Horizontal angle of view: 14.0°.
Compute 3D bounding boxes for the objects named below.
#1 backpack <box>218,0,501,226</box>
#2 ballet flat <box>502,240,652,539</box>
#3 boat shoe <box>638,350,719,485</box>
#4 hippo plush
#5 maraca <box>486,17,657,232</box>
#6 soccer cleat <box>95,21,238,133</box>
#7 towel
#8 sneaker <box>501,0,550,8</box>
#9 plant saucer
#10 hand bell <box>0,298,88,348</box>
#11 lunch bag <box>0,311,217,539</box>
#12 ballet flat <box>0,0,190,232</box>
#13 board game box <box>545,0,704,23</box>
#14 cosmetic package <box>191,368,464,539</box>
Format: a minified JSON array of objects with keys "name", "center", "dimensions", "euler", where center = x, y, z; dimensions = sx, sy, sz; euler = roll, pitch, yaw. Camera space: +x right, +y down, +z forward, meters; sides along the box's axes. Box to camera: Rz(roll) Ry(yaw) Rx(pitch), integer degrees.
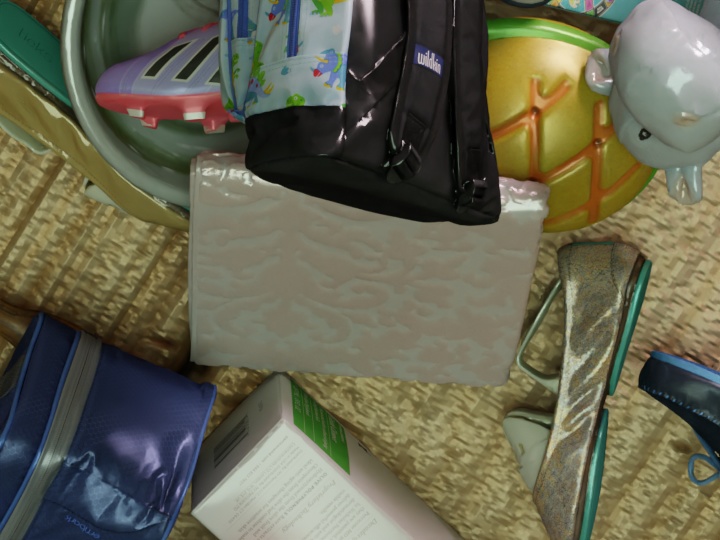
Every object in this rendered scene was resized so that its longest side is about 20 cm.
[{"name":"backpack","center":[-0.001,-0.135,1.494],"dimensions":[0.153,0.163,0.201],"euler":[5,84,38]},{"name":"ballet flat","center":[0.123,0.076,1.754],"dimensions":[0.067,0.068,0.201],"euler":[13,99,9]},{"name":"boat shoe","center":[0.249,0.117,1.751],"dimensions":[0.199,0.084,0.069],"euler":[30,92,-7]},{"name":"hippo plush","center":[0.197,-0.138,1.600],"dimensions":[0.160,0.200,0.160],"euler":[-28,78,1]},{"name":"maraca","center":[0.080,-0.092,1.669],"dimensions":[0.199,0.107,0.137],"euler":[25,123,-16]},{"name":"soccer cleat","center":[-0.047,-0.120,1.609],"dimensions":[0.199,0.067,0.077],"euler":[-4,84,8]},{"name":"towel","center":[0.000,0.000,1.686],"dimensions":[0.199,0.032,0.191],"euler":[4,146,-2]},{"name":"sneaker","center":[0.065,-0.237,1.611],"dimensions":[0.070,0.109,0.201],"euler":[-20,75,7]},{"name":"plant saucer","center":[-0.079,-0.136,1.672],"dimensions":[0.199,0.050,0.201],"euler":[-5,105,-20]},{"name":"hand bell","center":[-0.227,0.019,1.726],"dimensions":[0.199,0.104,0.104],"euler":[28,104,-23]},{"name":"lunch bag","center":[-0.184,0.131,1.704],"dimensions":[0.132,0.136,0.200],"euler":[25,129,-9]},{"name":"ballet flat","center":[-0.156,-0.080,1.706],"dimensions":[0.200,0.069,0.063],"euler":[41,129,-9]},{"name":"board game box","center":[0.130,-0.224,1.668],"dimensions":[0.199,0.047,0.152],"euler":[13,105,-5]},{"name":"cosmetic package","center":[-0.004,0.165,1.749],"dimensions":[0.200,0.108,0.085],"euler":[42,99,-14]}]
